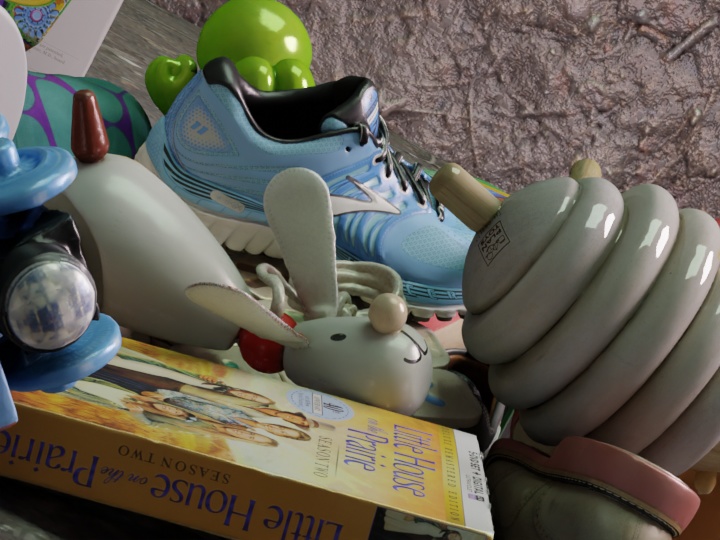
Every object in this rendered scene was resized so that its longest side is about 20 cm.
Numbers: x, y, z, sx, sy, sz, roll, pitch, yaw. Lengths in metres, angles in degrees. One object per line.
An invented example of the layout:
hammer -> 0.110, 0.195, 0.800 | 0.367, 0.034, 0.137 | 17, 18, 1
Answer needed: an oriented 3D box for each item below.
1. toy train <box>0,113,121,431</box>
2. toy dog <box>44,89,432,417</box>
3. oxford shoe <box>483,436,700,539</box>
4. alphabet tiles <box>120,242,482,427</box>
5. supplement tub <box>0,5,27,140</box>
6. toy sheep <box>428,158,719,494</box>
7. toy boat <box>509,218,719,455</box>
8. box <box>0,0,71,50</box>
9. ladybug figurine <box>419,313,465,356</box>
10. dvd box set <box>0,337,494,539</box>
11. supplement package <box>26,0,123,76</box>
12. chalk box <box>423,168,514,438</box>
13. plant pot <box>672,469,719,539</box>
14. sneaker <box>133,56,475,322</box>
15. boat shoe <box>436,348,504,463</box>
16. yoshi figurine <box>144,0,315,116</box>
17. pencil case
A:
toy train -> -0.159, -0.002, 0.654 | 0.114, 0.087, 0.200 | -23, 25, -26
toy dog -> -0.063, -0.013, 0.843 | 0.199, 0.097, 0.132 | 10, 31, -4
oxford shoe -> 0.079, 0.118, 0.874 | 0.070, 0.075, 0.200 | 28, -13, -3
alphabet tiles -> -0.049, 0.027, 0.903 | 0.195, 0.015, 0.200 | 5, 31, -24
supplement tub -> -0.256, -0.104, 0.870 | 0.200, 0.132, 0.132 | 34, 9, 25
toy sheep -> 0.109, 0.020, 0.897 | 0.200, 0.138, 0.138 | 34, 7, -6
toy boat -> 0.174, 0.044, 1.126 | 0.130, 0.200, 0.131 | 27, 36, -18
box -> -0.212, -0.210, 0.986 | 0.200, 0.122, 0.193 | 37, -8, -13
ladybug figurine -> 0.000, 0.000, 1.060 | 0.200, 0.072, 0.136 | -20, 34, -42
dvd box set -> -0.052, 0.063, 0.742 | 0.199, 0.030, 0.146 | 16, 9, -1
supplement package -> -0.230, -0.237, 1.530 | 0.119, 0.200, 0.121 | 26, 9, -12
chalk box -> 0.070, 0.020, 1.231 | 0.124, 0.125, 0.200 | 31, 7, 15
plant pot -> 0.207, 0.126, 0.993 | 0.200, 0.140, 0.200 | 27, 8, -4
sneaker -> 0.000, -0.041, 0.947 | 0.199, 0.090, 0.078 | 17, 25, -21
boat shoe -> 0.023, 0.075, 0.938 | 0.072, 0.068, 0.200 | 31, 13, 12
yoshi figurine -> -0.065, -0.078, 1.117 | 0.112, 0.112, 0.200 | 50, -29, 10
pencil case -> -0.181, -0.062, 1.030 | 0.092, 0.085, 0.200 | -7, -1, 16
